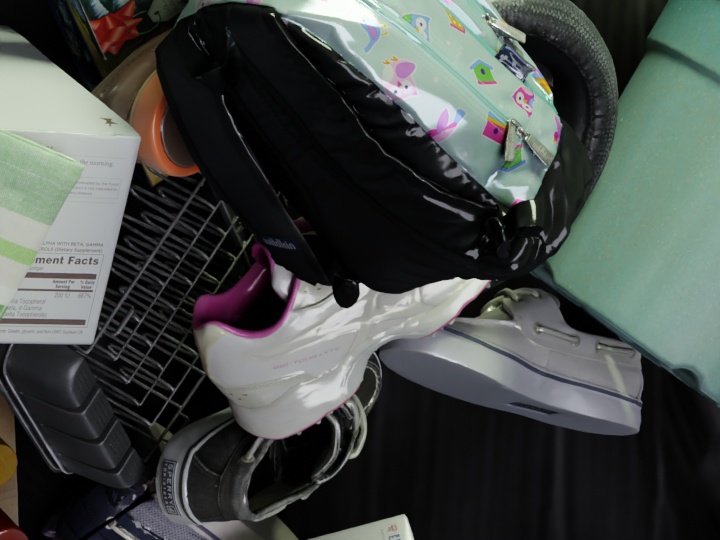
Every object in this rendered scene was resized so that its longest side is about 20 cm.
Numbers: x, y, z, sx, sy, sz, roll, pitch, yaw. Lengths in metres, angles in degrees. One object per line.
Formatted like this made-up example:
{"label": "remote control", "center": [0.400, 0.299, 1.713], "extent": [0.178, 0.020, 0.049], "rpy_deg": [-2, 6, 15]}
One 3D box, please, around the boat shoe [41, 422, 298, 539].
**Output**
{"label": "boat shoe", "center": [-0.095, 0.168, 1.536], "extent": [0.093, 0.075, 0.200], "rpy_deg": [-40, 128, 6]}

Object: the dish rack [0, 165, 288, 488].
{"label": "dish rack", "center": [-0.103, 0.010, 1.420], "extent": [0.200, 0.054, 0.154], "rpy_deg": [-56, 158, -19]}

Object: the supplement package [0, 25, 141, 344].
{"label": "supplement package", "center": [-0.233, -0.047, 1.272], "extent": [0.199, 0.156, 0.111], "rpy_deg": [3, 113, -35]}

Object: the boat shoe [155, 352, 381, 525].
{"label": "boat shoe", "center": [-0.032, 0.092, 1.489], "extent": [0.200, 0.063, 0.071], "rpy_deg": [-36, 123, -53]}

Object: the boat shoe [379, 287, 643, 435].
{"label": "boat shoe", "center": [0.094, 0.044, 1.607], "extent": [0.200, 0.071, 0.070], "rpy_deg": [17, 74, -35]}

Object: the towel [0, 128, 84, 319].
{"label": "towel", "center": [-0.229, 0.014, 1.191], "extent": [0.152, 0.023, 0.200], "rpy_deg": [23, 100, -41]}

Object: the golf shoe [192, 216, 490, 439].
{"label": "golf shoe", "center": [0.000, 0.000, 1.403], "extent": [0.200, 0.075, 0.092], "rpy_deg": [-40, 124, -3]}

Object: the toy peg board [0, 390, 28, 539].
{"label": "toy peg board", "center": [-0.253, 0.123, 1.379], "extent": [0.199, 0.098, 0.200], "rpy_deg": [-13, 119, -29]}

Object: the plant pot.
{"label": "plant pot", "center": [0.207, -0.040, 1.550], "extent": [0.200, 0.200, 0.196], "rpy_deg": [35, 91, -40]}

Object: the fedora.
{"label": "fedora", "center": [0.039, -0.080, 1.482], "extent": [0.200, 0.092, 0.201], "rpy_deg": [-13, 122, -21]}

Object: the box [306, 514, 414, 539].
{"label": "box", "center": [-0.056, 0.210, 1.518], "extent": [0.199, 0.036, 0.145], "rpy_deg": [-14, 144, 1]}

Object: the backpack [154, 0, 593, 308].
{"label": "backpack", "center": [0.000, -0.086, 1.289], "extent": [0.200, 0.167, 0.127], "rpy_deg": [45, 51, -27]}

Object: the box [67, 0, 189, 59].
{"label": "box", "center": [-0.063, -0.200, 1.298], "extent": [0.200, 0.040, 0.137], "rpy_deg": [-31, 148, -7]}

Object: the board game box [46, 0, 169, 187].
{"label": "board game box", "center": [-0.096, -0.160, 1.390], "extent": [0.135, 0.035, 0.200], "rpy_deg": [-34, 127, -16]}

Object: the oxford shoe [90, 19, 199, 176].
{"label": "oxford shoe", "center": [-0.064, -0.121, 1.370], "extent": [0.200, 0.073, 0.072], "rpy_deg": [-39, 128, -37]}
